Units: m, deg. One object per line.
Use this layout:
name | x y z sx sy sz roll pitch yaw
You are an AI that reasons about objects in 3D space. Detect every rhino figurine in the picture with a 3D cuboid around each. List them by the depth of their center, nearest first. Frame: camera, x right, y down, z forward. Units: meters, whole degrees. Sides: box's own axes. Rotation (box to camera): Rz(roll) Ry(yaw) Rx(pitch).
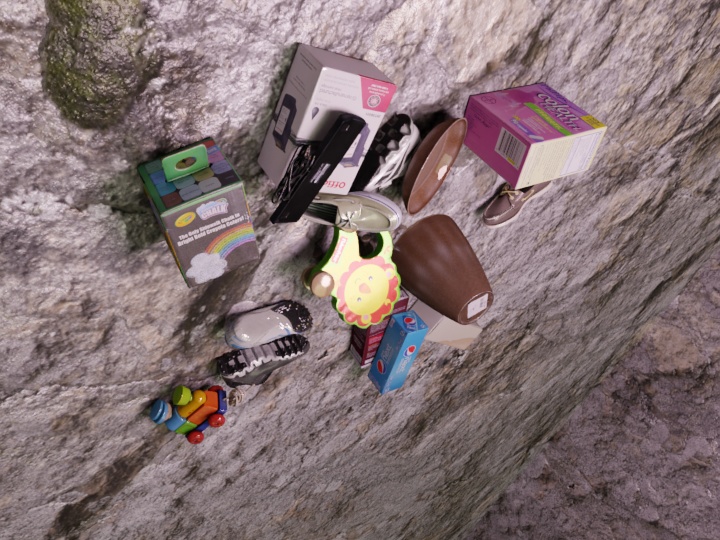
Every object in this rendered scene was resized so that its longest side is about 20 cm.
rhino figurine | 0.007 -0.040 1.233 0.199 0.060 0.088 -29 136 -10

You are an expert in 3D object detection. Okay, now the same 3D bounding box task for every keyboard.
keyboard | -0.077 -0.157 0.932 0.201 0.040 0.104 -53 164 19

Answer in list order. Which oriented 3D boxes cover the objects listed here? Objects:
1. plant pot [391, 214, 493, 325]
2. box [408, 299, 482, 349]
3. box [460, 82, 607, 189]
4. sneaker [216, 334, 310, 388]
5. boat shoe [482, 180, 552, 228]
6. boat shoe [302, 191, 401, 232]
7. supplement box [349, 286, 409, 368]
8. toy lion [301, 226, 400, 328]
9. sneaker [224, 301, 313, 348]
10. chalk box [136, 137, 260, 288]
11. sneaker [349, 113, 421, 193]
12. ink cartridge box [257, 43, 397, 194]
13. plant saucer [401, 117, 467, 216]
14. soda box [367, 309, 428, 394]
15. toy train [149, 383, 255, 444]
plant pot | 0.189 0.014 1.333 0.185 0.200 0.188 -23 141 -21
box | 0.212 0.130 1.566 0.199 0.095 0.078 21 115 -48
box | 0.323 -0.260 1.179 0.198 0.176 0.097 -16 139 -27
sneaker | -0.200 0.191 1.299 0.198 0.067 0.091 -18 142 -21
boat shoe | 0.346 -0.171 1.386 0.199 0.072 0.060 -36 138 -10
boat shoe | -0.030 -0.097 1.051 0.197 0.062 0.073 12 127 3
supplement box | 0.041 0.127 1.441 0.108 0.061 0.201 -19 140 -27
toy lion | 0.000 0.000 1.164 0.190 0.069 0.202 22 91 -27
sneaker | -0.180 0.108 1.236 0.199 0.073 0.072 -9 169 -43
chalk box | -0.238 -0.100 0.909 0.124 0.124 0.201 -24 140 -18
sneaker | 0.036 -0.175 1.106 0.200 0.074 0.088 -44 142 7
ink cartridge box | -0.055 -0.225 0.965 0.144 0.085 0.201 0 129 -39
plant saucer | 0.129 -0.196 1.148 0.201 0.036 0.201 -53 165 -21
soda box | 0.084 0.191 1.441 0.067 0.064 0.201 -11 135 -36
toy train | -0.316 0.255 1.231 0.200 0.085 0.115 -39 132 23
